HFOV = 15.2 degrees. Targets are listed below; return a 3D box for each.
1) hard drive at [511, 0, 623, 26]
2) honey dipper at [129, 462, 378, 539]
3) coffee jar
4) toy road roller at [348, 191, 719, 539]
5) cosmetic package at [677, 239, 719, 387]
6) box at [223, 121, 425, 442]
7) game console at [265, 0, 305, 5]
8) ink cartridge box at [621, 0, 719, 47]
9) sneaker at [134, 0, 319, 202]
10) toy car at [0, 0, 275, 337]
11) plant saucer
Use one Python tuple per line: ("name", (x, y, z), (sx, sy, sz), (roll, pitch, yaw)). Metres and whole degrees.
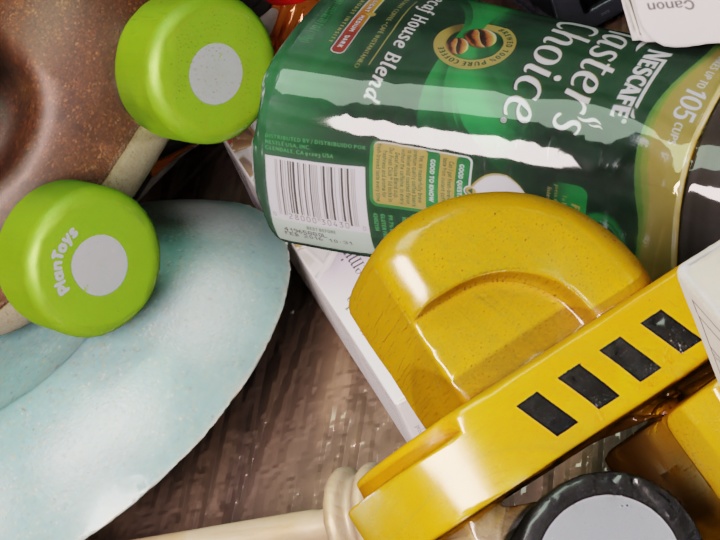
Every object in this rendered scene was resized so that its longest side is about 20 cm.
("hard drive", (0.133, -0.186, 1.154), (0.200, 0.042, 0.135), (-34, 38, -9))
("honey dipper", (-0.053, 0.096, 0.951), (0.200, 0.038, 0.038), (-12, 40, 24))
("coffee jar", (0.070, -0.042, 0.959), (0.200, 0.085, 0.104), (12, 38, 20))
("toy road roller", (0.085, 0.028, 0.825), (0.200, 0.146, 0.123), (-32, -5, -12))
("cosmetic package", (0.167, 0.071, 0.716), (0.087, 0.200, 0.103), (-31, 40, -7))
("box", (0.000, 0.000, 1.022), (0.039, 0.041, 0.200), (-29, 37, -4))
("game console", (-0.039, -0.198, 1.053), (0.200, 0.031, 0.177), (26, 84, 44))
("ink cartridge box", (0.181, -0.169, 0.955), (0.148, 0.086, 0.200), (-3, 34, 26))
("sneaker", (-0.093, -0.072, 1.148), (0.200, 0.076, 0.092), (-25, 11, 14))
("toy car", (-0.165, -0.084, 0.973), (0.164, 0.200, 0.158), (13, 70, 55))
("plant saucer", (-0.119, 0.033, 1.017), (0.201, 0.039, 0.201), (-28, 29, 17))
